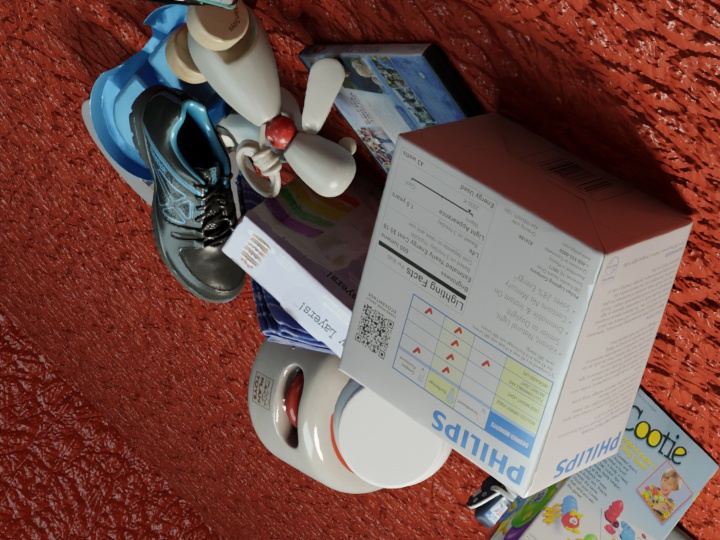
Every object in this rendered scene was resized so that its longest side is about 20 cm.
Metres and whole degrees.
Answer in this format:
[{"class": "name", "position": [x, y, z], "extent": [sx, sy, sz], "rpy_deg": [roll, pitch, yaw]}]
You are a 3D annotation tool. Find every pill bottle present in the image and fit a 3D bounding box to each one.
[{"class": "pill bottle", "position": [0.034, 0.135, 1.727], "extent": [0.113, 0.113, 0.200], "rpy_deg": [43, -174, 1]}]

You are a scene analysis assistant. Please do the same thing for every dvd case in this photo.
[{"class": "dvd case", "position": [0.040, -0.126, 1.536], "extent": [0.143, 0.018, 0.199], "rpy_deg": [52, 160, -25]}]

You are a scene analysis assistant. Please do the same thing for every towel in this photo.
[{"class": "towel", "position": [-0.036, -0.003, 1.688], "extent": [0.144, 0.201, 0.024], "rpy_deg": [14, 132, -28]}]

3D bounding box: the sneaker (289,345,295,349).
[{"class": "sneaker", "position": [-0.010, 0.032, 1.800], "extent": [0.200, 0.140, 0.078], "rpy_deg": [42, 162, 5]}]

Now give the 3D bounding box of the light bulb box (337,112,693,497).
[{"class": "light bulb box", "position": [0.110, 0.020, 1.389], "extent": [0.198, 0.124, 0.202], "rpy_deg": [33, 121, 32]}]

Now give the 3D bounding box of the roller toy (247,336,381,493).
[{"class": "roller toy", "position": [-0.020, 0.125, 1.962], "extent": [0.139, 0.183, 0.201], "rpy_deg": [22, 153, 50]}]

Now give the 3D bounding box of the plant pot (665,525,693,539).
[{"class": "plant pot", "position": [0.243, 0.333, 1.876], "extent": [0.200, 0.196, 0.196], "rpy_deg": [51, 163, 8]}]

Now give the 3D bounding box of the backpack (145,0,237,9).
[{"class": "backpack", "position": [-0.163, -0.277, 1.347], "extent": [0.175, 0.154, 0.199], "rpy_deg": [39, -154, 19]}]

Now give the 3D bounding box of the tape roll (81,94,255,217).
[{"class": "tape roll", "position": [-0.199, -0.125, 1.980], "extent": [0.200, 0.066, 0.201], "rpy_deg": [38, 161, 15]}]

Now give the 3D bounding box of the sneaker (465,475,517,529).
[{"class": "sneaker", "position": [0.169, 0.207, 1.861], "extent": [0.070, 0.109, 0.200], "rpy_deg": [42, 162, 2]}]

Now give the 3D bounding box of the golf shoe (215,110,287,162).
[{"class": "golf shoe", "position": [-0.139, -0.132, 1.791], "extent": [0.199, 0.095, 0.078], "rpy_deg": [28, 156, 36]}]

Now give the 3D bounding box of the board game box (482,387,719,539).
[{"class": "board game box", "position": [0.201, 0.215, 1.658], "extent": [0.105, 0.200, 0.103], "rpy_deg": [44, 163, -5]}]

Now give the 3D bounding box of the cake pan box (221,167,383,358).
[{"class": "cake pan box", "position": [0.000, 0.000, 1.661], "extent": [0.200, 0.184, 0.052], "rpy_deg": [43, 126, 7]}]

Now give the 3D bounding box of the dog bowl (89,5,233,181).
[{"class": "dog bowl", "position": [-0.164, -0.166, 1.700], "extent": [0.112, 0.050, 0.200], "rpy_deg": [49, 130, 1]}]

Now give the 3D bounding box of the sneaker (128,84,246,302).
[{"class": "sneaker", "position": [-0.144, -0.062, 1.649], "extent": [0.082, 0.073, 0.202], "rpy_deg": [10, 123, 57]}]

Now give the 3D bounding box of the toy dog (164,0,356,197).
[{"class": "toy dog", "position": [-0.071, -0.161, 1.566], "extent": [0.131, 0.096, 0.201], "rpy_deg": [4, 134, 52]}]
